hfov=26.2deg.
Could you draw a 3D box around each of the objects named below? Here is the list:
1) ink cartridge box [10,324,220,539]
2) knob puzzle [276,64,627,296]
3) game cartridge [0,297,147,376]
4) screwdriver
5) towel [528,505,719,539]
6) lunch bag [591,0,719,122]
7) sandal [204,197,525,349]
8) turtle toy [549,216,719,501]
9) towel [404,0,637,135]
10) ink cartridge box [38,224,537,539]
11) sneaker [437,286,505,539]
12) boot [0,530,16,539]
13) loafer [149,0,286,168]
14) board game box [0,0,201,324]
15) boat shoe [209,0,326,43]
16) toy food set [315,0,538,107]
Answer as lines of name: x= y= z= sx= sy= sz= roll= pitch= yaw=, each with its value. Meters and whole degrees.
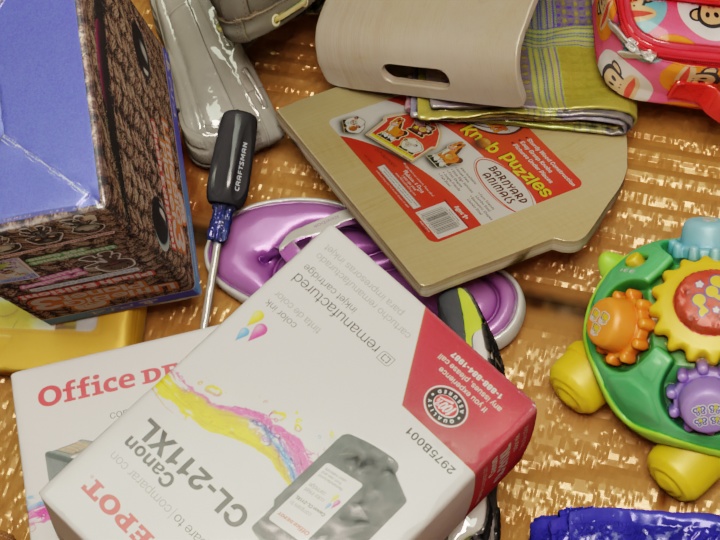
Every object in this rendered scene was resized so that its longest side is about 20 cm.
ink cartridge box: x=-0.101 y=0.142 z=0.845 sx=0.145 sy=0.088 sz=0.200 roll=-12 pitch=65 yaw=1
knob puzzle: x=0.076 y=-0.070 z=0.957 sx=0.220 sy=0.030 sz=0.220 roll=1 pitch=45 yaw=-1
game cartridge: x=-0.214 y=-0.034 z=0.959 sx=0.176 sy=0.032 sz=0.200 roll=2 pitch=79 yaw=8
screwdriver: x=-0.090 y=-0.001 z=0.932 sx=0.028 sy=0.029 sz=0.200 roll=5 pitch=75 yaw=25
towel: x=0.159 y=0.221 z=0.802 sx=0.148 sy=0.050 sz=0.200 roll=0 pitch=63 yaw=8
lunch bag: x=0.242 y=-0.159 z=0.952 sx=0.200 sy=0.082 sz=0.176 roll=5 pitch=61 yaw=-5
sandal: x=0.002 y=-0.007 z=0.934 sx=0.203 sy=0.050 sz=0.082 roll=12 pitch=65 yaw=13
turtle toy: x=0.206 y=0.050 z=0.852 sx=0.146 sy=0.101 sz=0.200 roll=-42 pitch=66 yaw=-14
towel: x=0.104 y=-0.166 z=0.998 sx=0.144 sy=0.023 sz=0.200 roll=3 pitch=54 yaw=2
ink cartridge box: x=-0.034 y=0.102 z=0.765 sx=0.146 sy=0.083 sz=0.200 roll=41 pitch=71 yaw=15
sneaker: x=0.037 y=0.103 z=0.856 sx=0.081 sy=0.074 sz=0.200 roll=2 pitch=70 yaw=14
boot: x=-0.281 y=0.218 z=0.842 sx=0.200 sy=0.077 sz=0.155 roll=-9 pitch=58 yaw=9
loafer: x=-0.099 y=-0.161 z=1.017 sx=0.070 sy=0.070 sz=0.200 roll=-14 pitch=70 yaw=-6
board game box: x=-0.165 y=-0.073 z=0.845 sx=0.097 sy=0.200 sz=0.160 roll=-11 pitch=76 yaw=5
boat shoe: x=-0.050 y=-0.187 z=0.980 sx=0.072 sy=0.202 sz=0.060 roll=-5 pitch=105 yaw=17
toy food set: x=0.072 y=-0.197 z=0.962 sx=0.143 sy=0.060 sz=0.200 roll=12 pitch=72 yaw=33
